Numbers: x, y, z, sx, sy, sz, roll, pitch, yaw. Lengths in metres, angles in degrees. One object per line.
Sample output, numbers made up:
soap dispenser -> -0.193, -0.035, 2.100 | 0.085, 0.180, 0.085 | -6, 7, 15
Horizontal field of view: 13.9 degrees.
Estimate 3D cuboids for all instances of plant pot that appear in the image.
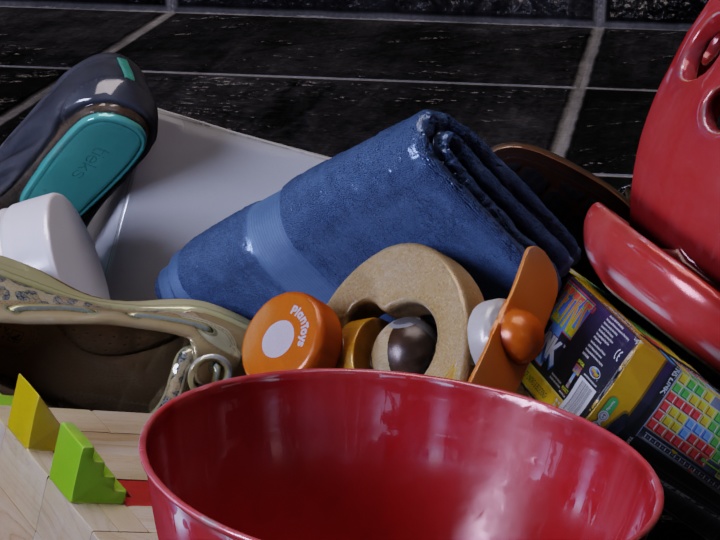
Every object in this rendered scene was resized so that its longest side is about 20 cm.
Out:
plant pot -> 0.211, -0.030, 1.323 | 0.200, 0.183, 0.200 | 37, 3, -2

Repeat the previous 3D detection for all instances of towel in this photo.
towel -> 0.000, 0.000, 1.366 | 0.200, 0.112, 0.049 | -28, 23, 42

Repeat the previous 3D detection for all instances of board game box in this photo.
board game box -> 0.150, 0.074, 1.323 | 0.165, 0.057, 0.200 | 34, 5, -14

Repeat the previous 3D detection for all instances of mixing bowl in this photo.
mixing bowl -> 0.011, 0.122, 1.120 | 0.199, 0.109, 0.200 | 5, 18, -2

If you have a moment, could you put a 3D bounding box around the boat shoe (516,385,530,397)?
boat shoe -> 0.111, 0.075, 1.489 | 0.199, 0.069, 0.074 | 2, 39, -32

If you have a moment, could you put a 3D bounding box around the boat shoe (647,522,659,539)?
boat shoe -> 0.090, 0.098, 1.363 | 0.070, 0.070, 0.200 | 3, 9, 24

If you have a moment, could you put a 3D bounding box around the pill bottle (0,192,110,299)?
pill bottle -> -0.225, 0.031, 1.414 | 0.199, 0.112, 0.111 | -17, 9, 10

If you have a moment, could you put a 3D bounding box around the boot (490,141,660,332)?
boot -> 0.117, -0.010, 1.459 | 0.200, 0.075, 0.097 | 41, 14, -27

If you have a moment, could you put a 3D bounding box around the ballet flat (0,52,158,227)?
ballet flat -> -0.167, -0.038, 1.477 | 0.073, 0.200, 0.073 | 29, 36, -24

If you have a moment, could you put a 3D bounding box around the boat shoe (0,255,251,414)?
boat shoe -> -0.110, 0.049, 1.343 | 0.199, 0.074, 0.063 | 14, 19, -18

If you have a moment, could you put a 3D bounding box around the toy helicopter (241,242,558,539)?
toy helicopter -> 0.038, 0.070, 1.252 | 0.079, 0.132, 0.201 | 33, 29, -45

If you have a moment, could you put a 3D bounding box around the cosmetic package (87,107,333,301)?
cosmetic package -> -0.055, -0.008, 1.578 | 0.199, 0.124, 0.199 | 16, 0, -15

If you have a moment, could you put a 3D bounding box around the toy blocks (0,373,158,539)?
toy blocks -> -0.076, 0.113, 1.255 | 0.136, 0.100, 0.200 | 5, 19, -29
